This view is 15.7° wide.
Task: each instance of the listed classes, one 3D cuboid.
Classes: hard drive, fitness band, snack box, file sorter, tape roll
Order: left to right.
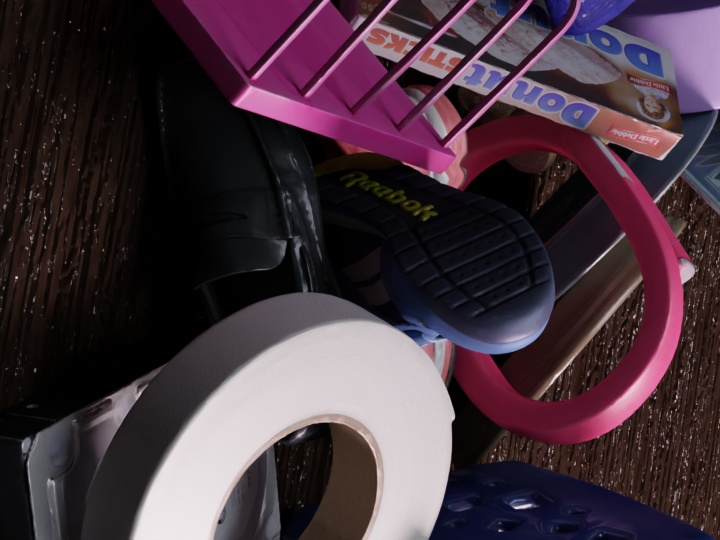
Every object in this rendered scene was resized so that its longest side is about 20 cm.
[{"bbox_3d":[-0.106,0.111,1.252,0.200,0.038,0.141,-27,117,-55],"label":"hard drive"},{"bbox_3d":[-0.040,0.109,1.218,0.202,0.037,0.204,-23,127,-34],"label":"tape roll"},{"bbox_3d":[-0.006,-0.151,1.234,0.125,0.139,0.200,-45,154,16],"label":"file sorter"},{"bbox_3d":[0.081,-0.121,1.408,0.199,0.024,0.072,19,43,-20],"label":"snack box"},{"bbox_3d":[0.099,0.001,1.425,0.037,0.144,0.200,28,26,-53],"label":"fitness band"},{"bbox_3d":[0.195,-0.164,1.563,0.200,0.199,0.066,-44,132,-48],"label":"tape roll"}]

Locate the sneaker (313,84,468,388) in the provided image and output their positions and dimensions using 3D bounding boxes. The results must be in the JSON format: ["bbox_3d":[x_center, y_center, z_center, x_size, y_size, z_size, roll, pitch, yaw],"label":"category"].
[{"bbox_3d":[0.000,0.000,1.406,0.086,0.074,0.201,-5,104,-34],"label":"sneaker"}]

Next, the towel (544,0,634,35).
[{"bbox_3d":[0.144,-0.214,1.337,0.147,0.050,0.200,-33,155,-4],"label":"towel"}]

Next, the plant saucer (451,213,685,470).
[{"bbox_3d":[0.115,0.038,1.524,0.200,0.029,0.200,-48,176,-4],"label":"plant saucer"}]

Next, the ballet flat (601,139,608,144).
[{"bbox_3d":[0.198,-0.133,1.708,0.071,0.070,0.201,37,63,-56],"label":"ballet flat"}]

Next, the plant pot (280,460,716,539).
[{"bbox_3d":[0.060,0.220,1.380,0.179,0.200,0.201,-3,101,-32],"label":"plant pot"}]

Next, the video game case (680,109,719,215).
[{"bbox_3d":[0.271,-0.120,1.573,0.200,0.182,0.023,-37,116,2],"label":"video game case"}]

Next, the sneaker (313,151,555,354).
[{"bbox_3d":[0.032,0.006,1.282,0.074,0.200,0.083,-18,117,-24],"label":"sneaker"}]

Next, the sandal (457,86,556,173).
[{"bbox_3d":[0.055,-0.152,1.473,0.069,0.077,0.213,-18,106,-36],"label":"sandal"}]

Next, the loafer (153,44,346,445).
[{"bbox_3d":[-0.052,-0.013,1.255,0.070,0.068,0.202,-34,106,-64],"label":"loafer"}]

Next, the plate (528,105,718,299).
[{"bbox_3d":[0.130,-0.033,1.526,0.026,0.200,0.200,44,47,-6],"label":"plate"}]
